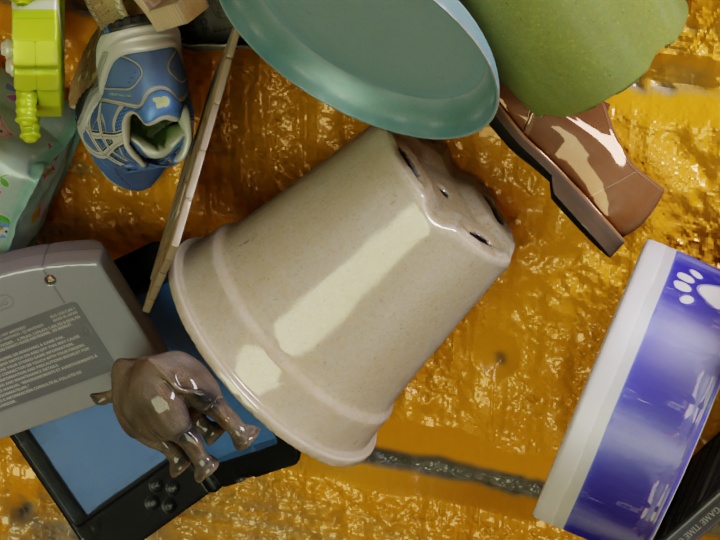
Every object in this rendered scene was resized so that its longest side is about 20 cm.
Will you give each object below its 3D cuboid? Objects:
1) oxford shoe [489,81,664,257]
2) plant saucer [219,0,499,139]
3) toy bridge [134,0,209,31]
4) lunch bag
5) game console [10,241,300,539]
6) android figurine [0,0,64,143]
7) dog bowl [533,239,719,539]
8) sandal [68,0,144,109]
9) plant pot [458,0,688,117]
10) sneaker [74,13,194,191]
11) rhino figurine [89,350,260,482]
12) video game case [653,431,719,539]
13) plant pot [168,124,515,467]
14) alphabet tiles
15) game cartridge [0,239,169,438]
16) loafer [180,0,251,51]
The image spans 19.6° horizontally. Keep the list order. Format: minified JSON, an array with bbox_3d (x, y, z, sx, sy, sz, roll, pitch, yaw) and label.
[{"bbox_3d":[0.126,-0.106,1.414,0.071,0.071,0.200,-42,94,3],"label":"oxford shoe"},{"bbox_3d":[0.001,-0.153,1.303,0.199,0.028,0.201,25,158,11],"label":"plant saucer"},{"bbox_3d":[-0.174,-0.245,1.350,0.067,0.027,0.201,-9,120,44],"label":"toy bridge"},{"bbox_3d":[-0.319,-0.063,1.563,0.169,0.122,0.201,29,130,-2],"label":"lunch bag"},{"bbox_3d":[-0.174,0.104,1.579,0.175,0.116,0.201,-34,100,-11],"label":"game console"},{"bbox_3d":[-0.224,-0.191,1.434,0.041,0.182,0.202,1,82,-6],"label":"android figurine"},{"bbox_3d":[0.188,0.086,1.389,0.078,0.200,0.202,22,119,6],"label":"dog bowl"},{"bbox_3d":[-0.179,-0.195,1.455,0.069,0.078,0.212,17,133,-21],"label":"sandal"},{"bbox_3d":[0.107,-0.204,1.310,0.199,0.201,0.190,-26,114,28],"label":"plant pot"},{"bbox_3d":[-0.157,-0.099,1.463,0.075,0.200,0.078,-12,68,-11],"label":"sneaker"},{"bbox_3d":[-0.138,0.095,1.446,0.088,0.060,0.200,49,162,-11],"label":"rhino figurine"},{"bbox_3d":[0.249,0.135,1.420,0.019,0.143,0.200,42,121,0],"label":"video game case"},{"bbox_3d":[0.000,0.000,1.441,0.183,0.201,0.201,-42,95,20],"label":"plant pot"},{"bbox_3d":[-0.118,-0.066,1.435,0.007,0.169,0.200,17,161,-8],"label":"alphabet tiles"},{"bbox_3d":[-0.251,0.052,1.530,0.198,0.041,0.134,-19,124,16],"label":"game cartridge"},{"bbox_3d":[-0.054,-0.187,1.433,0.198,0.068,0.077,-16,110,28],"label":"loafer"}]
